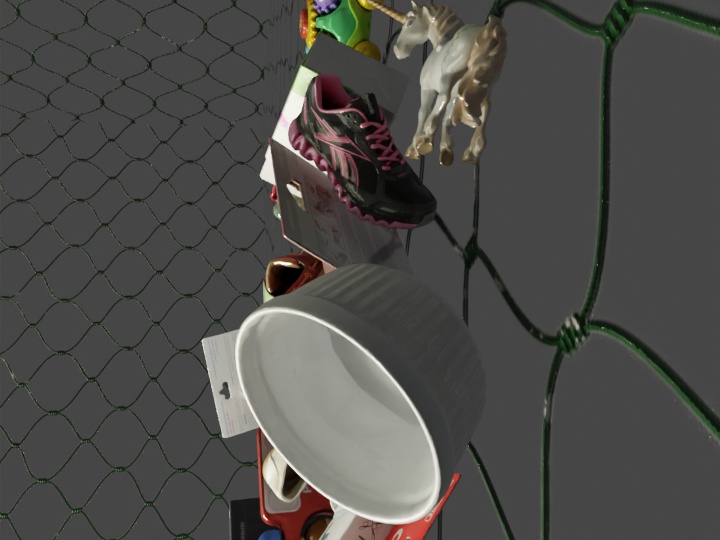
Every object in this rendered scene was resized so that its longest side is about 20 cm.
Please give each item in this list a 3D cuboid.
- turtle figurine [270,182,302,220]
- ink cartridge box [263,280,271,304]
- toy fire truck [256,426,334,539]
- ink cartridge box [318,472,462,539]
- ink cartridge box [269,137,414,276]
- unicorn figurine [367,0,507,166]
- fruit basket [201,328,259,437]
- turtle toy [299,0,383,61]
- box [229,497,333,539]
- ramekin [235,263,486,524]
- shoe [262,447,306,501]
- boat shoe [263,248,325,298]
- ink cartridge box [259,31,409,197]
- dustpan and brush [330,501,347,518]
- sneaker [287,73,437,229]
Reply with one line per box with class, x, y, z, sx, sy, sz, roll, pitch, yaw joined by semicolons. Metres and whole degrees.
turtle figurine;-0.072;-0.103;1.008;0.200;0.100;0.151;-18;74;51
ink cartridge box;-0.103;0.118;1.164;0.048;0.145;0.201;-7;83;40
toy fire truck;-0.038;0.274;0.784;0.112;0.167;0.201;109;158;-57
ink cartridge box;0.000;0.261;0.633;0.200;0.045;0.176;-53;0;-20
ink cartridge box;-0.026;-0.035;0.691;0.045;0.176;0.200;-49;31;22
unicorn figurine;0.068;-0.157;0.542;0.200;0.073;0.138;21;102;62
fruit basket;-0.083;0.113;0.813;0.094;0.199;0.186;-115;18;-45
turtle toy;-0.030;-0.354;0.902;0.146;0.100;0.201;-125;37;-70
box;-0.085;0.411;0.945;0.200;0.195;0.125;-157;67;-78
ramekin;0.006;0.090;0.540;0.199;0.105;0.201;24;132;29
shoe;-0.039;0.160;0.730;0.201;0.070;0.053;-60;13;0
boat shoe;-0.065;0.008;0.713;0.072;0.072;0.200;-46;18;18
ink cartridge box;-0.038;-0.167;0.798;0.200;0.117;0.068;-52;16;53
dustpan and brush;0.019;0.146;0.701;0.200;0.057;0.140;-53;-1;-33
sneaker;0.004;-0.123;0.665;0.200;0.079;0.096;44;134;23
